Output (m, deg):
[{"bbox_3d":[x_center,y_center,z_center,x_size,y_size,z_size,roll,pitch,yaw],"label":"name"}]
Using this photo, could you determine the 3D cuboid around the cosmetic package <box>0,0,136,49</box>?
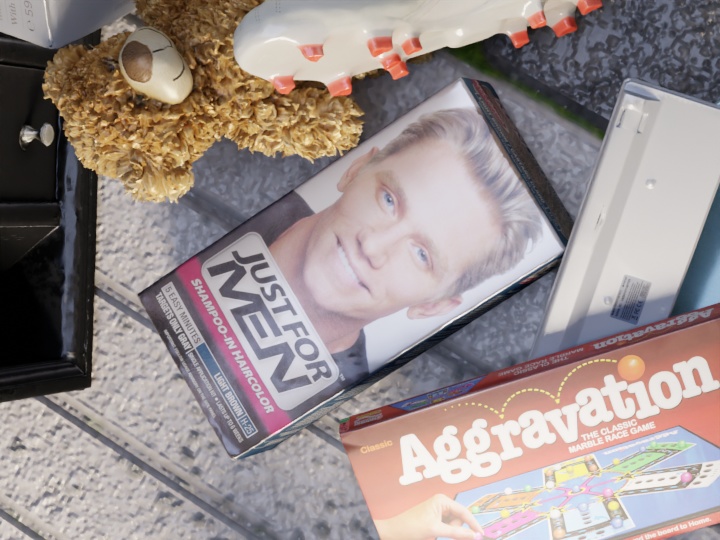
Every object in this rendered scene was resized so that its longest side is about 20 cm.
[{"bbox_3d":[-0.206,-0.189,1.033,0.200,0.074,0.102,19,125,31],"label":"cosmetic package"}]

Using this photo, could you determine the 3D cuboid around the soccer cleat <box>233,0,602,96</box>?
[{"bbox_3d":[0.024,-0.134,0.962,0.069,0.200,0.078,-38,70,60],"label":"soccer cleat"}]

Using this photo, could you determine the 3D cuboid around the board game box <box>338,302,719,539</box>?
[{"bbox_3d":[0.100,0.088,0.977,0.199,0.019,0.103,-18,109,10],"label":"board game box"}]

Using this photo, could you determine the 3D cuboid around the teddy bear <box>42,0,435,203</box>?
[{"bbox_3d":[-0.051,-0.113,0.988,0.199,0.067,0.145,-12,84,-23],"label":"teddy bear"}]

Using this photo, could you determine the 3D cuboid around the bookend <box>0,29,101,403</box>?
[{"bbox_3d":[-0.213,-0.036,1.014,0.092,0.199,0.201,3,92,20],"label":"bookend"}]

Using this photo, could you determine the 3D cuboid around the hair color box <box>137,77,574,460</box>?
[{"bbox_3d":[0.000,0.000,1.019,0.200,0.061,0.100,-33,82,15],"label":"hair color box"}]

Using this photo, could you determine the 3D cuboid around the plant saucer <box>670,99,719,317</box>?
[{"bbox_3d":[0.145,0.019,0.995,0.070,0.019,0.200,36,101,14],"label":"plant saucer"}]

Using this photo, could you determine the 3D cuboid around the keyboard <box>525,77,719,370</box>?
[{"bbox_3d":[0.118,0.011,0.961,0.056,0.011,0.200,15,112,-4],"label":"keyboard"}]
